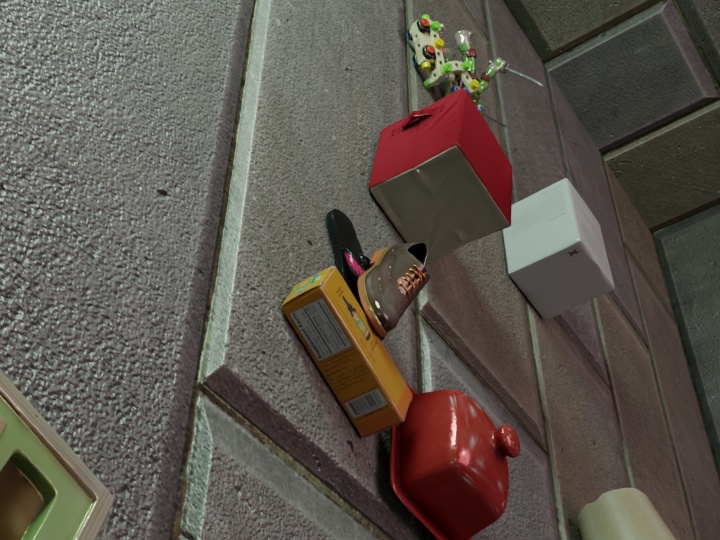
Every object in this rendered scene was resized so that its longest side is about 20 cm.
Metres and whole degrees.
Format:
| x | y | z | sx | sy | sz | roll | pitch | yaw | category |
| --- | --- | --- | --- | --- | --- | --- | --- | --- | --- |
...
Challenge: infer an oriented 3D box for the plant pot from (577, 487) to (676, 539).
| x | y | z | sx | sy | sz | roll | pitch | yaw | category |
| --- | --- | --- | --- | --- | --- | --- | --- | --- | --- |
| 0.462 | 0.483 | 1.773 | 0.200 | 0.200 | 0.184 | 43 | 20 | -41 | plant pot |

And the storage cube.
| x | y | z | sx | sy | sz | roll | pitch | yaw | category |
| --- | --- | --- | --- | --- | --- | --- | --- | --- | --- |
| 0.132 | -0.152 | 1.693 | 0.200 | 0.170 | 0.180 | 53 | 28 | -27 | storage cube |

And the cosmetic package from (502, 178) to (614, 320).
| x | y | z | sx | sy | sz | roll | pitch | yaw | category |
| --- | --- | --- | --- | --- | --- | --- | --- | --- | --- |
| 0.406 | -0.045 | 2.169 | 0.167 | 0.166 | 0.201 | 47 | 28 | -34 | cosmetic package |

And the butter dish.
| x | y | z | sx | sy | sz | roll | pitch | yaw | category |
| --- | --- | --- | --- | --- | --- | --- | --- | --- | --- |
| 0.136 | 0.240 | 1.346 | 0.200 | 0.147 | 0.201 | 49 | 28 | -31 | butter dish |

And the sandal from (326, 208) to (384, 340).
| x | y | z | sx | sy | sz | roll | pitch | yaw | category |
| --- | --- | --- | --- | --- | --- | --- | --- | --- | --- |
| 0.000 | 0.000 | 1.420 | 0.075 | 0.045 | 0.201 | 23 | 47 | -57 | sandal |

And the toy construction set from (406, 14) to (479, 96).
| x | y | z | sx | sy | sz | roll | pitch | yaw | category |
| --- | --- | --- | --- | --- | --- | --- | --- | --- | --- |
| 0.160 | -0.448 | 2.137 | 0.130 | 0.092 | 0.201 | 4 | 52 | -36 | toy construction set |

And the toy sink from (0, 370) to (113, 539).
| x | y | z | sx | sy | sz | roll | pitch | yaw | category |
| --- | --- | --- | --- | --- | --- | --- | --- | --- | --- |
| -0.268 | 0.133 | 0.645 | 0.201 | 0.111 | 0.131 | 55 | 25 | -21 | toy sink |

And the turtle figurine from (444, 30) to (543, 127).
| x | y | z | sx | sy | sz | roll | pitch | yaw | category |
| --- | --- | --- | --- | --- | --- | --- | --- | --- | --- |
| 0.256 | -0.407 | 2.243 | 0.144 | 0.198 | 0.195 | 97 | -26 | -67 | turtle figurine |

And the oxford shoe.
| x | y | z | sx | sy | sz | roll | pitch | yaw | category |
| --- | --- | --- | --- | --- | --- | --- | --- | --- | --- |
| 0.047 | 0.014 | 1.351 | 0.072 | 0.073 | 0.200 | 56 | 23 | -21 | oxford shoe |

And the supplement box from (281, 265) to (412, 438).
| x | y | z | sx | sy | sz | roll | pitch | yaw | category |
| --- | --- | --- | --- | --- | --- | --- | --- | --- | --- |
| -0.014 | 0.099 | 1.270 | 0.201 | 0.068 | 0.067 | 61 | 23 | -13 | supplement box |
